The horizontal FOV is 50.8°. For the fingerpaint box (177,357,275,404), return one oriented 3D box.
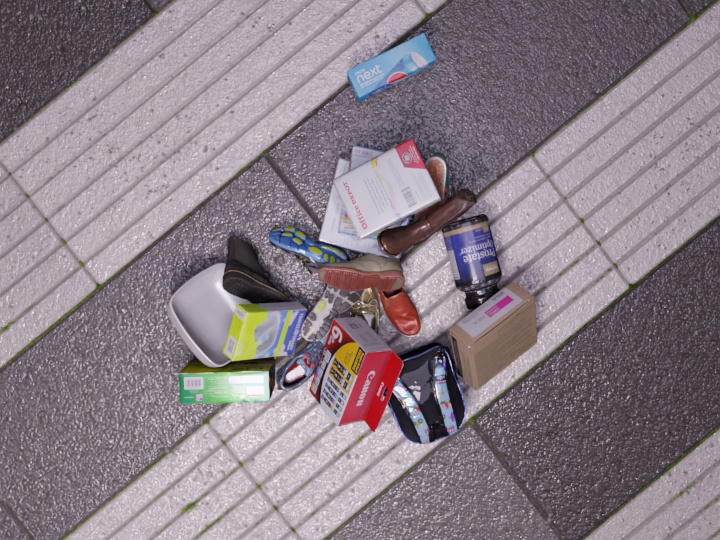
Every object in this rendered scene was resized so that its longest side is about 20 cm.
[{"bbox_3d":[-0.296,0.248,1.709,0.197,0.167,0.075,-1,94,-2],"label":"fingerpaint box"}]

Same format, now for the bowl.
[{"bbox_3d":[-0.332,0.106,1.716,0.201,0.074,0.199,55,47,-5],"label":"bowl"}]

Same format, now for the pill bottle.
[{"bbox_3d":[0.261,-0.019,1.742,0.110,0.112,0.203,-15,93,-1],"label":"pill bottle"}]

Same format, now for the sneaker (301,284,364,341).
[{"bbox_3d":[-0.068,0.075,1.741,0.077,0.085,0.200,44,83,-7],"label":"sneaker"}]

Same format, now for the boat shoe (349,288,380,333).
[{"bbox_3d":[0.011,0.121,1.764,0.072,0.063,0.204,0,91,-1],"label":"boat shoe"}]

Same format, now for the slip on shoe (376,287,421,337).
[{"bbox_3d":[0.082,0.067,1.766,0.073,0.061,0.202,-26,94,-2],"label":"slip on shoe"}]

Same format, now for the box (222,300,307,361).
[{"bbox_3d":[-0.203,0.133,1.690,0.047,0.199,0.123,33,112,38],"label":"box"}]

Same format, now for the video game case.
[{"bbox_3d":[0.035,-0.173,1.736,0.141,0.018,0.203,10,91,-3],"label":"video game case"}]

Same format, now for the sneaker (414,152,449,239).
[{"bbox_3d":[0.173,-0.173,1.757,0.070,0.080,0.203,14,114,14],"label":"sneaker"}]

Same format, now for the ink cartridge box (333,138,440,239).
[{"bbox_3d":[0.059,-0.177,1.672,0.198,0.083,0.147,-26,89,7],"label":"ink cartridge box"}]

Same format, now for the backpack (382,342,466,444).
[{"bbox_3d":[0.146,0.284,1.740,0.181,0.135,0.202,-22,92,-1],"label":"backpack"}]

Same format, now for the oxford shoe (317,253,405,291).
[{"bbox_3d":[0.000,0.000,1.700,0.197,0.071,0.075,6,52,-14],"label":"oxford shoe"}]

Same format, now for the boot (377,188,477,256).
[{"bbox_3d":[0.149,-0.109,1.642,0.199,0.186,0.065,-32,86,35],"label":"boot"}]

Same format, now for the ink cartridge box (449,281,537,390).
[{"bbox_3d":[0.301,0.147,1.703,0.199,0.075,0.166,-33,135,-18],"label":"ink cartridge box"}]

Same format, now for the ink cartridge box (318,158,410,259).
[{"bbox_3d":[0.019,-0.139,1.765,0.197,0.041,0.202,15,92,-3],"label":"ink cartridge box"}]

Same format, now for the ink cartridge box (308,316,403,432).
[{"bbox_3d":[-0.013,0.235,1.680,0.083,0.175,0.202,-2,121,-40],"label":"ink cartridge box"}]

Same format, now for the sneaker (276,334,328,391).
[{"bbox_3d":[-0.113,0.211,1.749,0.079,0.096,0.200,44,91,-3],"label":"sneaker"}]

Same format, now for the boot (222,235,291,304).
[{"bbox_3d":[-0.229,0.012,1.752,0.077,0.140,0.199,-30,133,26],"label":"boot"}]

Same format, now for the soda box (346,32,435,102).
[{"bbox_3d":[0.070,-0.465,1.742,0.198,0.064,0.068,-26,93,0],"label":"soda box"}]

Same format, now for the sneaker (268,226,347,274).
[{"bbox_3d":[-0.126,-0.035,1.744,0.198,0.071,0.083,25,134,5],"label":"sneaker"}]
